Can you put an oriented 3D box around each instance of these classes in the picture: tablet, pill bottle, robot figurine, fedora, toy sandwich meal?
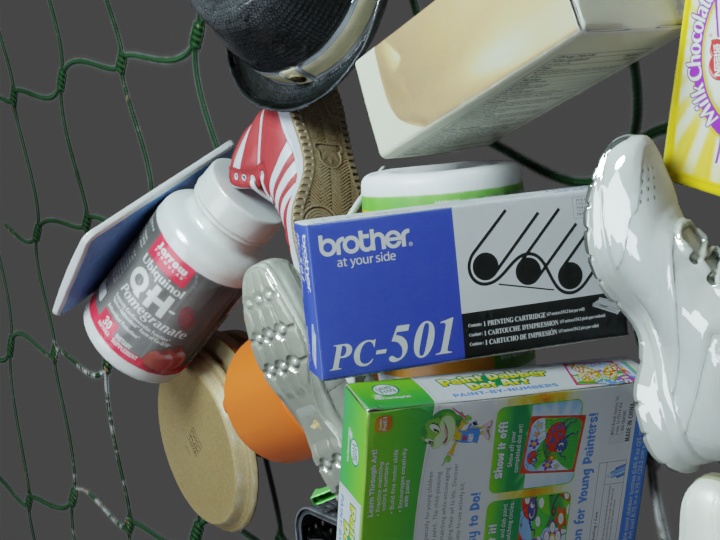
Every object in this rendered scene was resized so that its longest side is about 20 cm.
[{"bbox_3d":[-0.200,-0.041,1.111,0.014,0.200,0.130,43,137,7],"label":"tablet"},{"bbox_3d":[0.063,0.030,0.821,0.111,0.110,0.202,5,103,54],"label":"pill bottle"},{"bbox_3d":[-0.037,0.091,0.974,0.199,0.116,0.145,-25,69,52],"label":"robot figurine"},{"bbox_3d":[-0.068,-0.220,0.916,0.200,0.091,0.203,-17,67,44],"label":"fedora"},{"bbox_3d":[-0.133,0.153,1.177,0.205,0.070,0.207,27,123,50],"label":"toy sandwich meal"},{"bbox_3d":[-0.155,-0.002,1.082,0.200,0.110,0.111,-49,57,24],"label":"pill bottle"}]

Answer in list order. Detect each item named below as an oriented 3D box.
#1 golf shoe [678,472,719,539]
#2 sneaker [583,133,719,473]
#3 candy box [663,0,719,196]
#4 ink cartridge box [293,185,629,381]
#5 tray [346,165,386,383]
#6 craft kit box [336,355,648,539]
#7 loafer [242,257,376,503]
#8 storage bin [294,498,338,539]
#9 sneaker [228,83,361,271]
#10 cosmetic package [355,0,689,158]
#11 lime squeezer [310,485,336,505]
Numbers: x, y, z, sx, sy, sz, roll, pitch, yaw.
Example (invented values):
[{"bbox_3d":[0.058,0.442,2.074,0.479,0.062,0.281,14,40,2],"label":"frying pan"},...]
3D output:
[{"bbox_3d":[0.205,0.218,0.680,0.072,0.091,0.202,2,103,54],"label":"golf shoe"},{"bbox_3d":[0.190,0.016,0.680,0.087,0.074,0.202,-13,102,46],"label":"sneaker"},{"bbox_3d":[0.216,-0.135,0.635,0.102,0.026,0.202,29,121,53],"label":"candy box"},{"bbox_3d":[0.063,0.005,0.737,0.044,0.198,0.095,-159,62,-76],"label":"ink cartridge box"},{"bbox_3d":[0.000,0.000,0.853,0.022,0.200,0.108,-5,108,12],"label":"tray"},{"bbox_3d":[0.082,0.160,0.754,0.048,0.196,0.202,-140,50,-60],"label":"craft kit box"},{"bbox_3d":[-0.020,0.079,0.862,0.070,0.070,0.201,-18,101,49],"label":"loafer"},{"bbox_3d":[0.044,0.254,0.925,0.199,0.093,0.137,8,106,55],"label":"storage bin"},{"bbox_3d":[-0.054,-0.056,0.985,0.112,0.071,0.202,-37,53,50],"label":"sneaker"},{"bbox_3d":[0.095,-0.139,0.740,0.199,0.104,0.072,-26,77,53],"label":"cosmetic package"},{"bbox_3d":[0.059,0.144,0.899,0.198,0.071,0.038,-6,106,31],"label":"lime squeezer"}]
